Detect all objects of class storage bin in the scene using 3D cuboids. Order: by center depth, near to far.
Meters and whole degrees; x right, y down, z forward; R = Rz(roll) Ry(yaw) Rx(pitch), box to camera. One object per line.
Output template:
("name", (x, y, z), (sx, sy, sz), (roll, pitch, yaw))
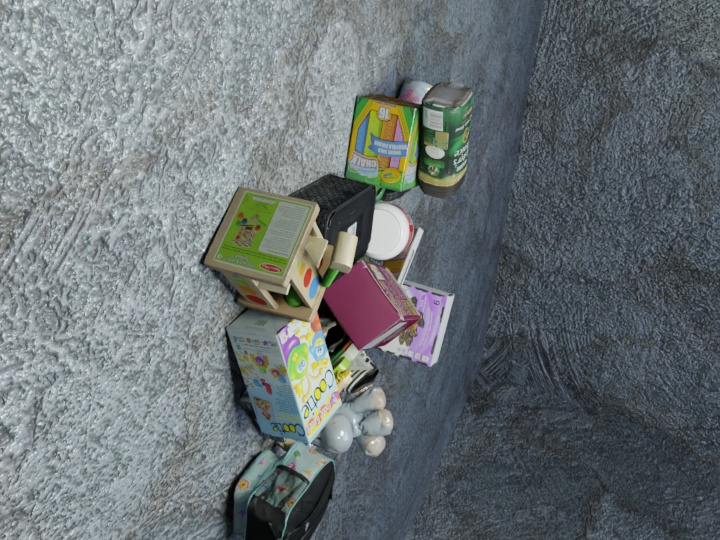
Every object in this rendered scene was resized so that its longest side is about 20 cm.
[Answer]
("storage bin", (-0.056, -0.072, 1.158), (0.200, 0.093, 0.137), (-40, 142, -57))

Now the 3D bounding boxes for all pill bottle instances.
("pill bottle", (0.047, -0.080, 1.354), (0.200, 0.111, 0.114), (-30, 134, -80))

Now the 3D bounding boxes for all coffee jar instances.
("coffee jar", (0.158, -0.239, 1.257), (0.105, 0.084, 0.202), (-53, 153, -41))

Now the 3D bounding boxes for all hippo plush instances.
("hippo plush", (-0.043, 0.315, 1.454), (0.160, 0.199, 0.161), (5, 95, -46))

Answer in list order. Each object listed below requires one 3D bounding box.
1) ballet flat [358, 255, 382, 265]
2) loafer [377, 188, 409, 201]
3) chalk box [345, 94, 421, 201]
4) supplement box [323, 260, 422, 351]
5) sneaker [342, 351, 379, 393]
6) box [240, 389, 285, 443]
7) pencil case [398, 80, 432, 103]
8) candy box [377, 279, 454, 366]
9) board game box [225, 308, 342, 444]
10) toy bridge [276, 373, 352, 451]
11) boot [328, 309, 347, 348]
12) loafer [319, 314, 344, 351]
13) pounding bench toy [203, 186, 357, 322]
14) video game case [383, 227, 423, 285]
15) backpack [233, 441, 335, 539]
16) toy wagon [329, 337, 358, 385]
("ballet flat", (0.000, 0.000, 1.395), (0.200, 0.074, 0.075), (17, 89, -64))
("loafer", (0.088, -0.191, 1.501), (0.200, 0.072, 0.073), (-46, 152, -51))
("chalk box", (0.054, -0.225, 1.294), (0.125, 0.123, 0.202), (-32, 135, -62))
("supplement box", (0.026, 0.067, 1.259), (0.103, 0.132, 0.200), (-37, 168, 10))
("sneaker", (0.001, 0.189, 1.488), (0.076, 0.114, 0.202), (80, 31, -51))
("box", (-0.132, 0.190, 1.217), (0.158, 0.049, 0.201), (76, 35, -55))
("pencil case", (0.102, -0.298, 1.420), (0.083, 0.090, 0.202), (40, 66, -69))
("candy box", (0.100, 0.111, 1.573), (0.071, 0.198, 0.170), (-8, 113, -68))
("board game box", (-0.116, 0.154, 1.063), (0.103, 0.104, 0.202), (-43, 128, -47))
("toy bridge", (-0.085, 0.272, 1.322), (0.200, 0.027, 0.067), (-46, -179, -19))
("boot", (-0.040, 0.092, 1.407), (0.076, 0.073, 0.201), (-54, -176, 48))
("loafer", (-0.059, 0.118, 1.195), (0.200, 0.062, 0.073), (24, 80, -71))
("pounding bench toy", (-0.085, -0.008, 0.955), (0.156, 0.198, 0.125), (65, 42, -61))
("video game case", (0.054, -0.001, 1.478), (0.017, 0.142, 0.202), (35, 68, -30))
("backpack", (-0.136, 0.416, 1.230), (0.200, 0.152, 0.178), (-36, 142, -46))
("toy wagon", (-0.038, 0.176, 1.342), (0.155, 0.040, 0.200), (-45, -178, 6))
